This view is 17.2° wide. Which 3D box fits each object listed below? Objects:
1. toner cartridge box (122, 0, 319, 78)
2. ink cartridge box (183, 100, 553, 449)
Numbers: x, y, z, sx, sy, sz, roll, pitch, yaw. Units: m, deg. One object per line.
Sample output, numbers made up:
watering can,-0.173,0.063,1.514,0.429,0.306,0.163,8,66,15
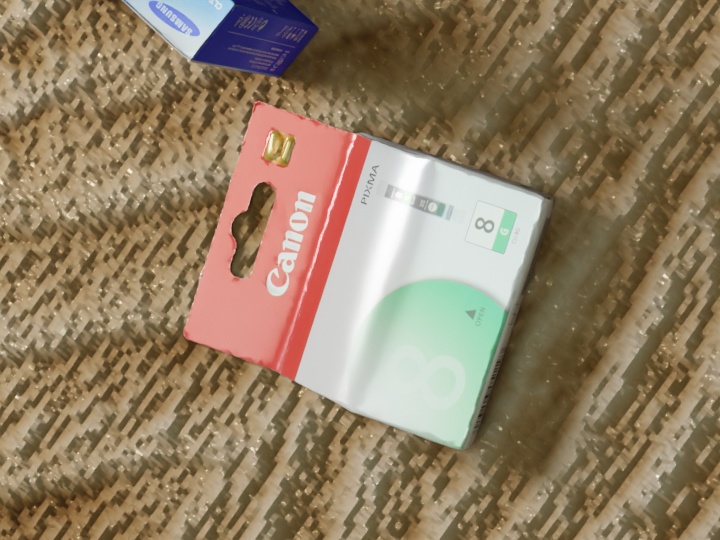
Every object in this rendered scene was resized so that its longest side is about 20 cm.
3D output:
toner cartridge box,-0.092,-0.162,1.387,0.095,0.200,0.043,42,100,8
ink cartridge box,0.000,0.000,1.450,0.199,0.050,0.162,19,94,9
